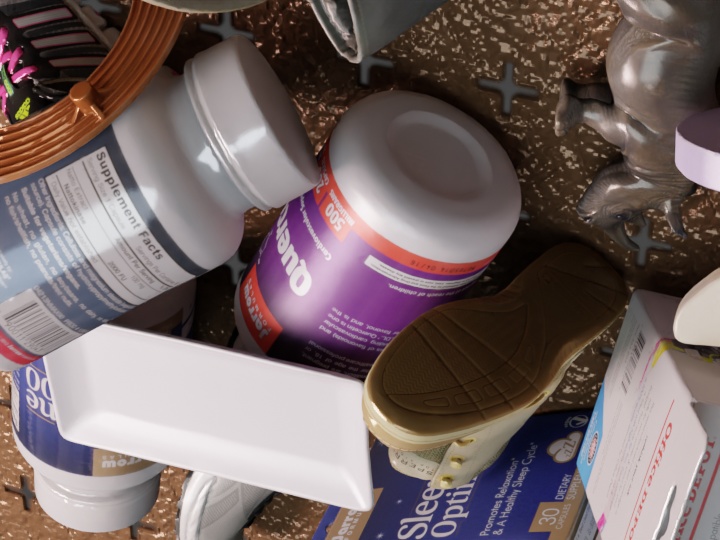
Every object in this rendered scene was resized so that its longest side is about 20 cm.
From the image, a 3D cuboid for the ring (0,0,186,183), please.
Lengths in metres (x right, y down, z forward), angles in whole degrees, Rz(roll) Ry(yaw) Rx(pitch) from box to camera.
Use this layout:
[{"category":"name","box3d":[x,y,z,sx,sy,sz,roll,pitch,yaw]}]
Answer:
[{"category":"ring","box3d":[-0.179,-0.130,1.114,0.200,0.201,0.019,-4,146,27]}]

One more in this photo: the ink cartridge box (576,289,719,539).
[{"category":"ink cartridge box","box3d":[0.174,0.101,1.103,0.068,0.200,0.115,13,109,-8]}]

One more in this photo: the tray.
[{"category":"tray","box3d":[-0.085,0.074,1.194,0.200,0.022,0.107,12,133,17]}]

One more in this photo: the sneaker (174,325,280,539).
[{"category":"sneaker","box3d":[-0.068,0.125,1.342,0.079,0.074,0.200,20,131,3]}]

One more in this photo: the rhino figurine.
[{"category":"rhino figurine","box3d":[0.145,-0.085,1.089,0.087,0.060,0.200,4,131,9]}]

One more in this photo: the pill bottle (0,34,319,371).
[{"category":"pill bottle","box3d":[-0.129,-0.040,1.114,0.200,0.120,0.120,-27,113,10]}]

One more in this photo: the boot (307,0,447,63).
[{"category":"boot","box3d":[0.049,-0.212,0.953,0.200,0.073,0.182,-25,119,-10]}]

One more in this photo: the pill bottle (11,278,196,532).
[{"category":"pill bottle","box3d":[-0.162,0.066,1.310,0.111,0.111,0.200,17,130,12]}]

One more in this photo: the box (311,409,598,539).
[{"category":"box","box3d":[0.053,0.139,1.262,0.200,0.121,0.032,-10,122,30]}]

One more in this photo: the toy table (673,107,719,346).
[{"category":"toy table","box3d":[0.253,-0.011,1.032,0.200,0.184,0.117,10,113,24]}]

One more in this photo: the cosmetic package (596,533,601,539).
[{"category":"cosmetic package","box3d":[0.182,0.179,1.245,0.200,0.108,0.085,-31,109,40]}]

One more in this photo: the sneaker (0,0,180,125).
[{"category":"sneaker","box3d":[-0.183,-0.111,1.200,0.200,0.087,0.074,35,132,-4]}]

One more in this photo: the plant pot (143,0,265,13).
[{"category":"plant pot","box3d":[-0.133,-0.213,1.009,0.183,0.200,0.201,-2,126,50]}]

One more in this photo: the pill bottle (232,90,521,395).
[{"category":"pill bottle","box3d":[0.000,0.000,1.185,0.112,0.112,0.200,33,131,-2]}]

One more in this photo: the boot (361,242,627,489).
[{"category":"boot","box3d":[0.050,0.075,1.170,0.073,0.200,0.155,46,135,10]}]
